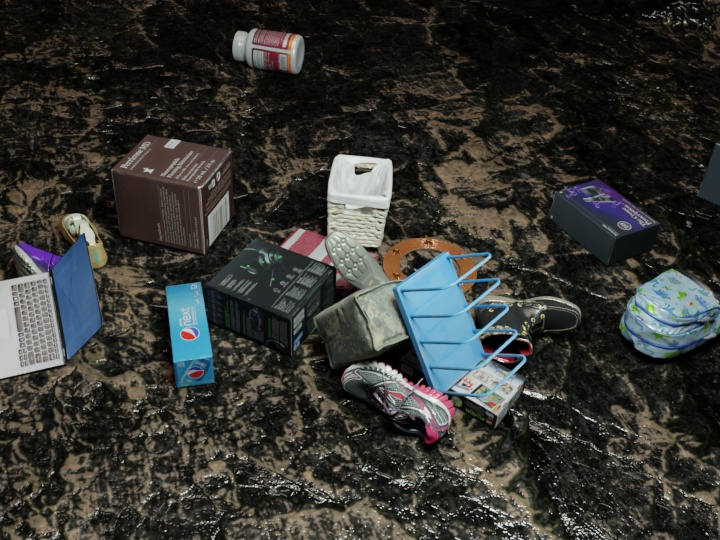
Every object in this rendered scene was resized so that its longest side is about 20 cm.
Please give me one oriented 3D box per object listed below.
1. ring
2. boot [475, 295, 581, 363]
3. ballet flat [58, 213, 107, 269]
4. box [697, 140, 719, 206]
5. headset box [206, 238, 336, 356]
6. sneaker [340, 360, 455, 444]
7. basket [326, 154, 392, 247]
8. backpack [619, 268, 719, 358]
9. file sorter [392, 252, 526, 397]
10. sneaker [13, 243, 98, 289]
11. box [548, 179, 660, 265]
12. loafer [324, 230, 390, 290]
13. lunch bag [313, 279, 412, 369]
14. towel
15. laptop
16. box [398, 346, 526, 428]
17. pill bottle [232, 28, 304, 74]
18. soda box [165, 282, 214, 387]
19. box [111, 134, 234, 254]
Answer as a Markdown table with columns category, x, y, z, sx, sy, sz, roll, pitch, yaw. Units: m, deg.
| category | x | y | z | sx | sy | sz | roll | pitch | yaw |
| --- | --- | --- | --- | --- | --- | --- | --- | --- | --- |
| ring | 0.145 | -0.011 | 1.635 | 0.197 | 0.019 | 0.202 | 3 | 39 | -2 |
| boot | 0.304 | 0.107 | 1.436 | 0.196 | 0.074 | 0.151 | 7 | 27 | 9 |
| ballet flat | -0.567 | -0.079 | 1.608 | 0.068 | 0.064 | 0.200 | -21 | 44 | -30 |
| box | 0.937 | -0.259 | 1.932 | 0.106 | 0.150 | 0.199 | 31 | 44 | 31 |
| headset box | -0.170 | 0.043 | 1.470 | 0.197 | 0.094 | 0.174 | 19 | 40 | 18 |
| sneaker | 0.054 | 0.213 | 1.289 | 0.197 | 0.082 | 0.075 | 19 | 46 | 21 |
| basket | -0.003 | -0.151 | 1.699 | 0.133 | 0.125 | 0.201 | 6 | 32 | 0 |
| backpack | 0.581 | 0.082 | 1.480 | 0.198 | 0.155 | 0.164 | -27 | 53 | -17 |
| file sorter | 0.168 | 0.086 | 1.278 | 0.138 | 0.203 | 0.122 | -32 | 17 | -37 |
| sneaker | -0.578 | 0.003 | 1.505 | 0.199 | 0.070 | 0.099 | 33 | 40 | 24 |
| box | 0.543 | -0.112 | 1.761 | 0.139 | 0.080 | 0.200 | -18 | 43 | -23 |
| loafer | 0.000 | 0.000 | 1.493 | 0.070 | 0.200 | 0.070 | -41 | 23 | -1 |
| lunch bag | 0.045 | 0.082 | 1.367 | 0.198 | 0.163 | 0.119 | -20 | 85 | -35 |
| towel | -0.079 | -0.024 | 1.625 | 0.197 | 0.023 | 0.144 | 20 | 40 | 19 |
| laptop | -0.551 | 0.060 | 1.340 | 0.197 | 0.116 | 0.189 | -11 | 62 | -19 |
| box | 0.177 | 0.184 | 1.374 | 0.198 | 0.035 | 0.110 | 28 | 43 | 26 |
| pill bottle | -0.273 | -0.655 | 2.336 | 0.196 | 0.114 | 0.114 | 11 | 38 | 7 |
| soda box | -0.304 | 0.110 | 1.393 | 0.067 | 0.065 | 0.201 | -7 | 39 | -14 |
| box | -0.387 | -0.161 | 1.649 | 0.197 | 0.166 | 0.167 | 12 | 38 | 9 |
